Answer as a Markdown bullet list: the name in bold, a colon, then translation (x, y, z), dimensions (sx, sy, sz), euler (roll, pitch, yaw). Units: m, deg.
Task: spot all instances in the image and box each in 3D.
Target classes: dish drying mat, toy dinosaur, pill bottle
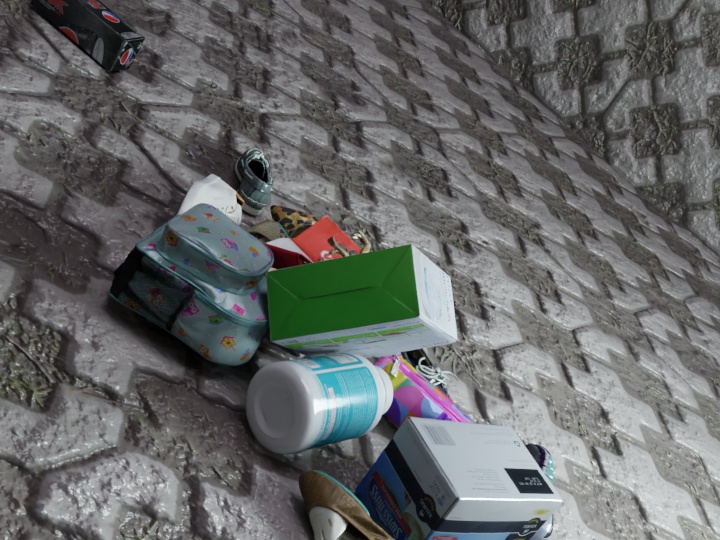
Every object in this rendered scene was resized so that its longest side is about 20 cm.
- **dish drying mat**: translation (-0.138, -0.026, 1.534), dimensions (0.199, 0.018, 0.077), euler (19, -14, 38)
- **toy dinosaur**: translation (0.000, 0.000, 1.625), dimensions (0.199, 0.058, 0.102), euler (-6, 63, -47)
- **pill bottle**: translation (-0.043, 0.163, 1.419), dimensions (0.199, 0.111, 0.111), euler (-2, 43, -53)

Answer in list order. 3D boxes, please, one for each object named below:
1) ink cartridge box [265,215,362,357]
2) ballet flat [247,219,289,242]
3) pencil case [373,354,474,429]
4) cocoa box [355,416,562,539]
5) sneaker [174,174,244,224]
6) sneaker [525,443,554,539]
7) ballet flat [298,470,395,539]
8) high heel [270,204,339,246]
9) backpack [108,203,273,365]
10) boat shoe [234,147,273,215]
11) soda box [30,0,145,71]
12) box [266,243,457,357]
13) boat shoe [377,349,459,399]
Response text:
- **ink cartridge box**: translation (-0.065, 0.010, 1.623), dimensions (0.200, 0.050, 0.162), euler (-37, 71, -27)
- **ballet flat**: translation (-0.106, 0.004, 1.687), dimensions (0.075, 0.068, 0.200), euler (-24, 61, -39)
- **pencil case**: translation (0.083, 0.194, 1.559), dimensions (0.200, 0.089, 0.088), euler (43, 26, 14)
- **cocoa box**: translation (0.122, 0.279, 1.395), dimensions (0.199, 0.132, 0.134), euler (11, 33, -42)
- **sneaker**: translation (-0.221, -0.090, 1.684), dimensions (0.084, 0.073, 0.200), euler (32, 23, 0)
- **sneaker**: translation (0.218, 0.297, 1.563), dimensions (0.087, 0.075, 0.200), euler (26, 27, -8)
- **ballet flat**: translation (-0.006, 0.312, 1.276), dimensions (0.200, 0.068, 0.072), euler (42, 45, 6)
- **high heel**: translation (-0.071, -0.031, 1.741), dimensions (0.200, 0.071, 0.143), euler (43, 7, -1)
- **backpack**: translation (-0.192, 0.020, 1.443), dimensions (0.200, 0.153, 0.176), euler (42, 19, -1)
- **boat shoe**: translation (-0.171, -0.164, 1.894), dimensions (0.072, 0.062, 0.201), euler (28, 26, -16)
- **soda box**: translation (-0.480, -0.437, 1.974), dimensions (0.200, 0.071, 0.063), euler (40, 24, 9)
- **box**: translation (0.005, 0.050, 1.441), dimensions (0.176, 0.198, 0.098), euler (31, 51, -65)
- **boat shoe**: translation (0.093, 0.157, 1.659), dimensions (0.074, 0.062, 0.201), euler (12, 34, -44)
